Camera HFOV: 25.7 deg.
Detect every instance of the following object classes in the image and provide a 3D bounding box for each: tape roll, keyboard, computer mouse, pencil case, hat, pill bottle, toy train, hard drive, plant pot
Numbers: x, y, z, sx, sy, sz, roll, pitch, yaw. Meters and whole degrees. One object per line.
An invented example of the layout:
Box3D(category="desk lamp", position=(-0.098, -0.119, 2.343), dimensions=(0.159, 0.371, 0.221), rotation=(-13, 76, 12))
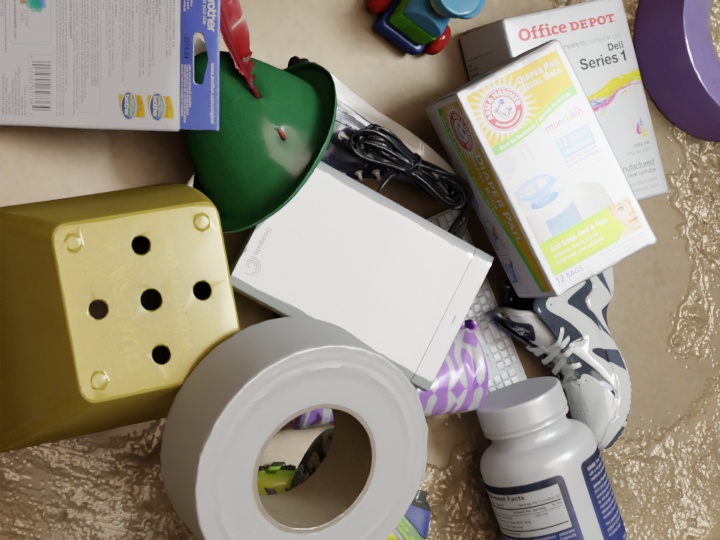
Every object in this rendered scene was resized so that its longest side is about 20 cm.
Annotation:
Box3D(category="tape roll", position=(0.387, -0.238, 1.629), dimensions=(0.199, 0.085, 0.201), rotation=(3, 83, -26))
Box3D(category="keyboard", position=(0.106, 0.041, 1.502), dimensions=(0.056, 0.011, 0.201), rotation=(-25, 96, -26))
Box3D(category="tape roll", position=(-0.049, 0.140, 1.217), dimensions=(0.202, 0.071, 0.203), rotation=(-10, 111, -27))
Box3D(category="computer mouse", position=(0.011, -0.022, 1.420), dimensions=(0.140, 0.046, 0.200), rotation=(25, 97, -19))
Box3D(category="pencil case", position=(0.021, 0.092, 1.413), dimensions=(0.199, 0.084, 0.086), rotation=(-5, 102, -27))
Box3D(category="hat", position=(-0.133, -0.157, 1.297), dimensions=(0.176, 0.165, 0.200), rotation=(40, 33, -35))
Box3D(category="pill bottle", position=(0.176, 0.205, 1.459), dimensions=(0.111, 0.111, 0.201), rotation=(-23, 100, -26))
Box3D(category="toy train", position=(0.097, -0.302, 1.471), dimensions=(0.085, 0.116, 0.200), rotation=(35, 71, -20))
Box3D(category="hard drive", position=(0.000, 0.000, 1.362), dimensions=(0.200, 0.027, 0.132), rotation=(29, 82, -9))
Box3D(category="plant pot", position=(-0.194, 0.030, 1.261), dimensions=(0.199, 0.176, 0.201), rotation=(-10, 90, -28))

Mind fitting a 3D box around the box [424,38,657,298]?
Box3D(category="box", position=(0.158, -0.088, 1.406), dimensions=(0.112, 0.101, 0.200), rotation=(-28, 95, -13))

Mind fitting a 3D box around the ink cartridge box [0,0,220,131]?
Box3D(category="ink cartridge box", position=(-0.207, -0.175, 1.281), dimensions=(0.199, 0.042, 0.120), rotation=(3, 100, 10))

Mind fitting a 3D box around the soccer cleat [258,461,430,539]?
Box3D(category="soccer cleat", position=(-0.028, 0.217, 1.390), dimensions=(0.200, 0.065, 0.084), rotation=(14, 84, -24))

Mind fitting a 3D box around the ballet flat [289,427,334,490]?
Box3D(category="ballet flat", position=(-0.035, 0.231, 1.332), dimensions=(0.072, 0.072, 0.201), rotation=(9, 113, -25))

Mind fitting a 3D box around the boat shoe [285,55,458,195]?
Box3D(category="boat shoe", position=(-0.007, -0.103, 1.435), dimensions=(0.200, 0.075, 0.093), rotation=(35, 86, -19))

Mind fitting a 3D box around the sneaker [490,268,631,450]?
Box3D(category="sneaker", position=(0.180, 0.072, 1.493), dimensions=(0.129, 0.079, 0.200), rotation=(2, 84, -30))

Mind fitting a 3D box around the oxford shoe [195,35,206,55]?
Box3D(category="oxford shoe", position=(-0.222, -0.212, 1.332), dimensions=(0.200, 0.071, 0.071), rotation=(35, 76, -21))

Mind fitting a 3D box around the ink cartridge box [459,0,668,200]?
Box3D(category="ink cartridge box", position=(0.197, -0.152, 1.524), dimensions=(0.144, 0.084, 0.201), rotation=(-15, 93, -26))
